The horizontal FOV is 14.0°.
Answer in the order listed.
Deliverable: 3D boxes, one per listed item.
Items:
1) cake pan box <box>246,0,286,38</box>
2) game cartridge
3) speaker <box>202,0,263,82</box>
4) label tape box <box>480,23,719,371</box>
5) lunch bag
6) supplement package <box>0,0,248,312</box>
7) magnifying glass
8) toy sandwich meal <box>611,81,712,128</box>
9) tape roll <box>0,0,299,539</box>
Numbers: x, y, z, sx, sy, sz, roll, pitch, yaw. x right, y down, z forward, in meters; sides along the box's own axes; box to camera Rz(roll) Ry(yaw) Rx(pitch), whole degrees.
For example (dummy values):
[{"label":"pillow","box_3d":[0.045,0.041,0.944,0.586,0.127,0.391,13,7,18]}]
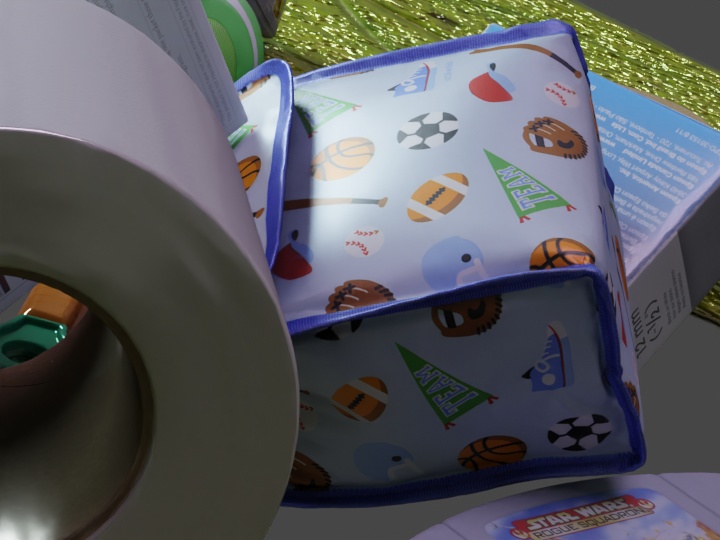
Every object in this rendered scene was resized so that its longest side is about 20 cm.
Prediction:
[{"label":"cake pan box","box_3d":[-0.140,-0.181,1.523,0.199,0.052,0.184,15,-6,7]},{"label":"game cartridge","box_3d":[0.105,0.124,1.070,0.200,0.042,0.133,-8,36,-43]},{"label":"speaker","box_3d":[-0.120,-0.085,1.357,0.088,0.089,0.200,22,24,18]},{"label":"label tape box","box_3d":[0.054,0.002,1.255,0.143,0.066,0.200,29,65,31]},{"label":"lunch bag","box_3d":[0.000,0.000,1.141,0.199,0.124,0.170,-10,37,9]},{"label":"supplement package","box_3d":[-0.163,-0.058,1.112,0.200,0.110,0.114,-39,44,-19]},{"label":"magnifying glass","box_3d":[-0.131,0.033,1.159,0.079,0.022,0.200,15,22,1]},{"label":"toy sandwich meal","box_3d":[0.089,-0.045,1.423,0.204,0.070,0.205,9,16,-3]},{"label":"tape roll","box_3d":[-0.127,0.020,0.960,0.202,0.203,0.139,8,24,-14]}]
